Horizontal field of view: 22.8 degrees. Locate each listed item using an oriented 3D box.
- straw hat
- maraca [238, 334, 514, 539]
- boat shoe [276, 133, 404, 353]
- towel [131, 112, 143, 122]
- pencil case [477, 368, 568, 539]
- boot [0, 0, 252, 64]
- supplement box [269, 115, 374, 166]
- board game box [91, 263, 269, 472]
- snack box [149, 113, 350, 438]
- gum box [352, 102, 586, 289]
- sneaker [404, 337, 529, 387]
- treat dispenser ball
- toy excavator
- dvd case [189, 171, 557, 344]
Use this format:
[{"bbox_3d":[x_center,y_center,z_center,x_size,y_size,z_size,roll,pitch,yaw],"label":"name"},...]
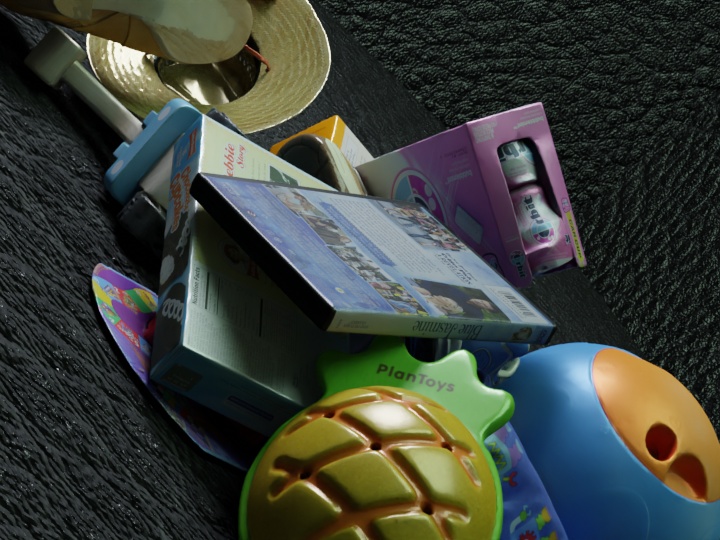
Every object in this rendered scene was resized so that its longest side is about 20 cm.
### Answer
[{"bbox_3d":[-0.119,-0.149,1.386,0.201,0.200,0.085,53,-30,28],"label":"straw hat"},{"bbox_3d":[0.011,0.109,0.941,0.136,0.107,0.201,15,46,7],"label":"maraca"},{"bbox_3d":[0.000,0.000,1.254,0.076,0.071,0.201,14,59,-57],"label":"boat shoe"},{"bbox_3d":[-0.114,-0.052,1.391,0.200,0.030,0.147,37,16,-45],"label":"towel"},{"bbox_3d":[0.080,0.163,1.117,0.078,0.087,0.201,-7,-67,54],"label":"pencil case"},{"bbox_3d":[-0.191,-0.208,1.314,0.200,0.071,0.144,5,15,-45],"label":"boot"},{"bbox_3d":[0.002,-0.002,1.393,0.200,0.073,0.127,49,34,-29],"label":"supplement box"},{"bbox_3d":[-0.078,0.056,1.070,0.200,0.039,0.158,36,16,-54],"label":"board game box"},{"bbox_3d":[-0.061,0.006,1.059,0.116,0.037,0.201,29,37,-25],"label":"snack box"},{"bbox_3d":[0.071,-0.039,1.248,0.200,0.066,0.114,-16,-88,62],"label":"gum box"},{"bbox_3d":[0.069,0.062,1.222,0.200,0.076,0.076,106,-20,-83],"label":"sneaker"},{"bbox_3d":[0.156,0.151,1.248,0.201,0.201,0.201,46,10,-10],"label":"treat dispenser ball"},{"bbox_3d":[-0.140,-0.077,1.234,0.194,0.100,0.200,42,-3,-27],"label":"toy excavator"},{"bbox_3d":[0.010,-0.006,1.057,0.199,0.018,0.143,5,30,-46],"label":"dvd case"}]
